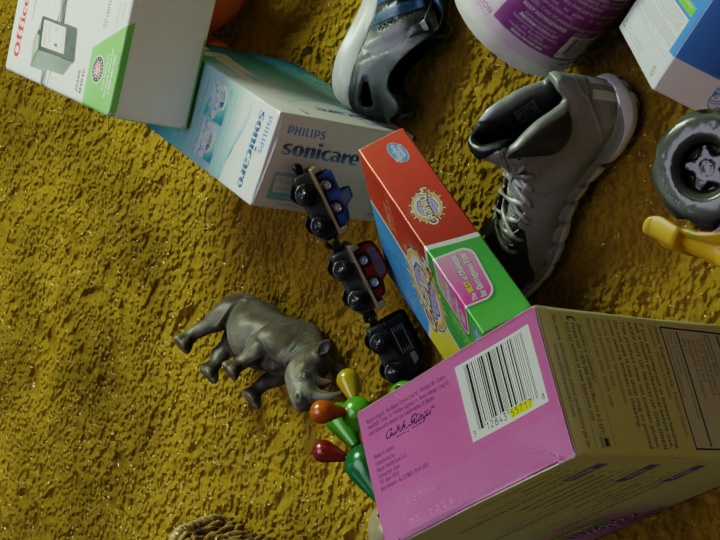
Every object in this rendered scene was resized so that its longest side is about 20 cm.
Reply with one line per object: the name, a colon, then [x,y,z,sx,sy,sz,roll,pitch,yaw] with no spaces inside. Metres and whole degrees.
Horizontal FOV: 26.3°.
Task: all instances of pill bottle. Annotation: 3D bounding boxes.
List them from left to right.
pill bottle: [0.163,-0.241,1.087,0.200,0.112,0.113,-47,52,35]

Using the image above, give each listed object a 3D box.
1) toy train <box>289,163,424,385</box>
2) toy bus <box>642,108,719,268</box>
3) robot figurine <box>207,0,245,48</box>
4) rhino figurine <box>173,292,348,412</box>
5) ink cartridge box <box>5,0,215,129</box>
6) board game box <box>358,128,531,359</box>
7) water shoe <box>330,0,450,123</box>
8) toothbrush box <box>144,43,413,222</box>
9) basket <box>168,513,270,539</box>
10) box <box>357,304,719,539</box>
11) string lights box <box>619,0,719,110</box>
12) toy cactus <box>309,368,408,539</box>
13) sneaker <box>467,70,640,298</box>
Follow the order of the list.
toy train: [0.000,0.000,1.240,0.201,0.046,0.034,63,172,-10]
toy bus: [0.293,-0.065,0.905,0.192,0.135,0.201,36,110,32]
robot figurine: [-0.188,-0.273,1.510,0.199,0.116,0.145,-26,54,45]
rhino figurine: [-0.078,0.074,1.361,0.087,0.060,0.199,-43,38,-20]
ink cartridge box: [-0.218,-0.218,1.336,0.199,0.084,0.147,25,105,48]
board game box: [0.069,0.013,1.149,0.200,0.040,0.154,57,169,38]
water shoe: [0.045,-0.221,1.278,0.079,0.071,0.201,27,106,20]
toothbrush box: [-0.074,-0.123,1.330,0.200,0.146,0.086,35,112,46]
basket: [-0.150,0.328,1.358,0.148,0.142,0.202,15,96,49]
box: [0.133,0.107,1.004,0.176,0.199,0.097,-35,59,42]
string lights box: [0.252,-0.209,0.990,0.201,0.059,0.103,-58,20,27]
toy cactus: [0.027,0.171,1.220,0.199,0.102,0.167,14,105,42]
sneaker: [0.109,-0.065,1.123,0.075,0.115,0.201,50,122,41]
